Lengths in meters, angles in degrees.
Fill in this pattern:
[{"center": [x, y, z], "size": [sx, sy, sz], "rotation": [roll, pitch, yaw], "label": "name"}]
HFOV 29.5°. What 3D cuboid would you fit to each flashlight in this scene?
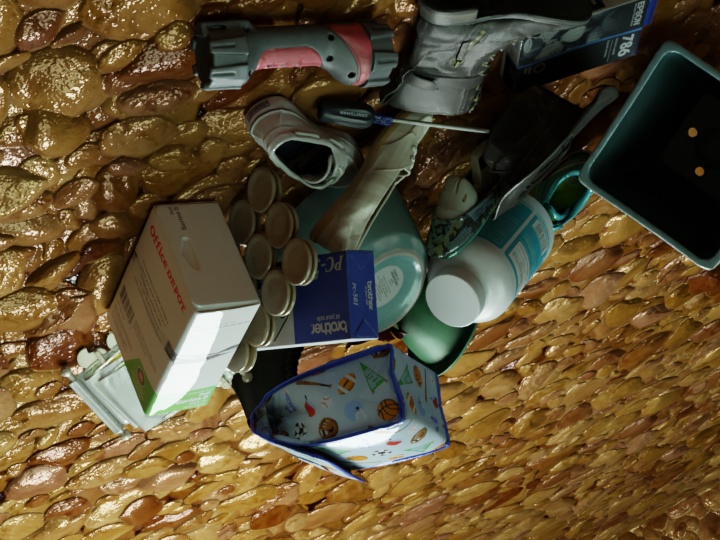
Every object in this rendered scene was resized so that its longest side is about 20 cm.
[{"center": [-0.063, -0.203, 1.309], "size": [0.199, 0.068, 0.068], "rotation": [-11, 151, -30], "label": "flashlight"}]

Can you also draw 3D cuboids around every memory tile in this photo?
[{"center": [-0.118, 0.002, 1.497], "size": [0.017, 0.154, 0.200], "rotation": [1, 139, -40], "label": "memory tile"}]

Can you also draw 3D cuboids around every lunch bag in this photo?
[{"center": [-0.013, 0.183, 1.660], "size": [0.199, 0.125, 0.170], "rotation": [-17, 156, 17], "label": "lunch bag"}]

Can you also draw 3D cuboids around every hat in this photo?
[{"center": [0.044, 0.036, 1.744], "size": [0.175, 0.200, 0.167], "rotation": [21, 86, -23], "label": "hat"}, {"center": [0.191, -0.151, 1.510], "size": [0.201, 0.081, 0.201], "rotation": [-45, 173, -7], "label": "hat"}]

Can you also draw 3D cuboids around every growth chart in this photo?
[{"center": [-0.250, 0.122, 1.659], "size": [0.199, 0.018, 0.145], "rotation": [-27, 114, 4], "label": "growth chart"}]

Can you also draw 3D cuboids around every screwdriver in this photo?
[{"center": [0.049, -0.156, 1.460], "size": [0.198, 0.029, 0.028], "rotation": [9, 153, -17], "label": "screwdriver"}]

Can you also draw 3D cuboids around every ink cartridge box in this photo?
[{"center": [-0.065, 0.035, 1.491], "size": [0.044, 0.095, 0.199], "rotation": [2, 173, -44], "label": "ink cartridge box"}, {"center": [-0.199, 0.042, 1.510], "size": [0.084, 0.146, 0.200], "rotation": [-6, 146, -33], "label": "ink cartridge box"}, {"center": [0.252, -0.265, 1.503], "size": [0.199, 0.039, 0.100], "rotation": [-21, 150, -12], "label": "ink cartridge box"}]

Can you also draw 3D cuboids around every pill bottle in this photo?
[{"center": [0.150, -0.011, 1.641], "size": [0.200, 0.111, 0.111], "rotation": [-44, 173, -50], "label": "pill bottle"}]

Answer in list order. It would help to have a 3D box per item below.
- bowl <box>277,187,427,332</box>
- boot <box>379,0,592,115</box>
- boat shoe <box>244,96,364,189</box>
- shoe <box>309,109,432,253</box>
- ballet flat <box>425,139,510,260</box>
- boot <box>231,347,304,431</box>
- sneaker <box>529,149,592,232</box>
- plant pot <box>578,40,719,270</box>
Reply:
[{"center": [0.000, 0.000, 1.590], "size": [0.200, 0.105, 0.202], "rotation": [-25, 137, -25], "label": "bowl"}, {"center": [0.126, -0.229, 1.419], "size": [0.198, 0.070, 0.175], "rotation": [0, 146, -9], "label": "boot"}, {"center": [-0.052, -0.117, 1.457], "size": [0.073, 0.066, 0.200], "rotation": [-39, 150, 20], "label": "boat shoe"}, {"center": [0.024, -0.098, 1.496], "size": [0.200, 0.053, 0.070], "rotation": [-53, 168, -6], "label": "shoe"}, {"center": [0.133, -0.100, 1.589], "size": [0.200, 0.074, 0.074], "rotation": [-49, 160, -24], "label": "ballet flat"}, {"center": [-0.079, 0.103, 1.718], "size": [0.199, 0.139, 0.077], "rotation": [-31, 151, 6], "label": "boot"}, {"center": [0.230, -0.074, 1.735], "size": [0.200, 0.077, 0.080], "rotation": [-49, -173, 21], "label": "sneaker"}, {"center": [0.416, -0.143, 1.655], "size": [0.197, 0.196, 0.200], "rotation": [-58, 164, 19], "label": "plant pot"}]
